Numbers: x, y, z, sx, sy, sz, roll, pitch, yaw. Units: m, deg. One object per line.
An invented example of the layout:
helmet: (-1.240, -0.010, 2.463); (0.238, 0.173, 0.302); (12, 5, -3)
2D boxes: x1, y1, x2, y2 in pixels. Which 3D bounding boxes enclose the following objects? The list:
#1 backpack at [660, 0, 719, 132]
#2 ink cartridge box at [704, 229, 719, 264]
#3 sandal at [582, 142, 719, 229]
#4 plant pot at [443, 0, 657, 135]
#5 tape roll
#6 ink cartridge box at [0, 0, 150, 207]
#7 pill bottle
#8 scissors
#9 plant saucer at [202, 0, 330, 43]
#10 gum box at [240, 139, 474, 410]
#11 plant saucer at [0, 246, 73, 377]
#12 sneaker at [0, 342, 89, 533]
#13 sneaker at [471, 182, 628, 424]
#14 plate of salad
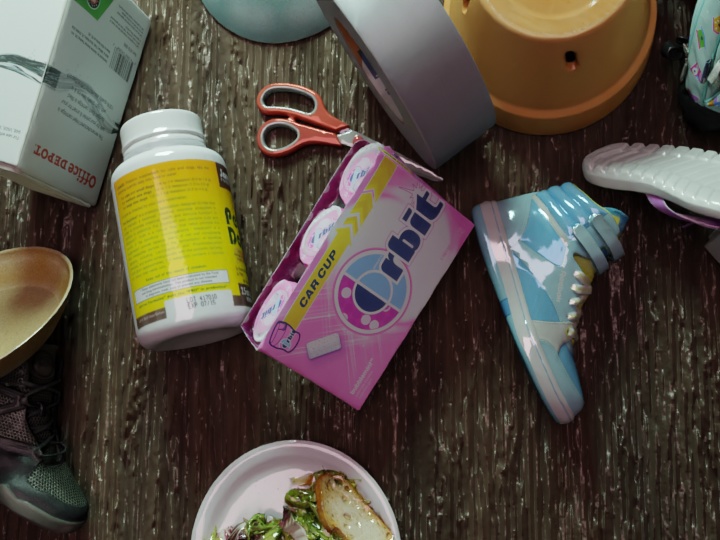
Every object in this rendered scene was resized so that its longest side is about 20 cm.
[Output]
backpack: (0.340, -0.200, 0.670); (0.162, 0.202, 0.129); (-7, 55, 5)
ink cartridge box: (0.406, 0.000, 0.696); (0.145, 0.084, 0.201); (-40, 77, 1)
sandal: (0.270, -0.064, 0.706); (0.081, 0.202, 0.051); (-26, 120, -21)
plant pot: (0.165, -0.236, 0.744); (0.194, 0.140, 0.206); (-1, 81, 8)
tape roll: (0.032, -0.188, 0.728); (0.066, 0.200, 0.202); (-35, 78, 3)
ink cartridge box: (-0.287, -0.178, 0.808); (0.081, 0.147, 0.205); (13, 83, 12)
pill bottle: (-0.166, -0.037, 0.786); (0.107, 0.109, 0.205); (-14, 80, 7)
scissors: (-0.011, -0.134, 0.822); (0.195, 0.014, 0.075); (10, 82, 12)
plant saucer: (-0.081, -0.330, 0.851); (0.195, 0.039, 0.207); (-2, 81, 10)
gum box: (0.000, 0.000, 0.743); (0.112, 0.066, 0.202); (33, 90, -26)
plant saucer: (-0.353, 0.052, 0.794); (0.195, 0.036, 0.202); (-11, 35, 8)
sneaker: (-0.306, 0.143, 0.799); (0.199, 0.076, 0.115); (45, 97, 18)
sneaker: (0.183, 0.017, 0.735); (0.128, 0.080, 0.205); (-20, 80, 7)
plate of salad: (-0.061, 0.254, 0.756); (0.194, 0.048, 0.206); (-1, 82, 9)
